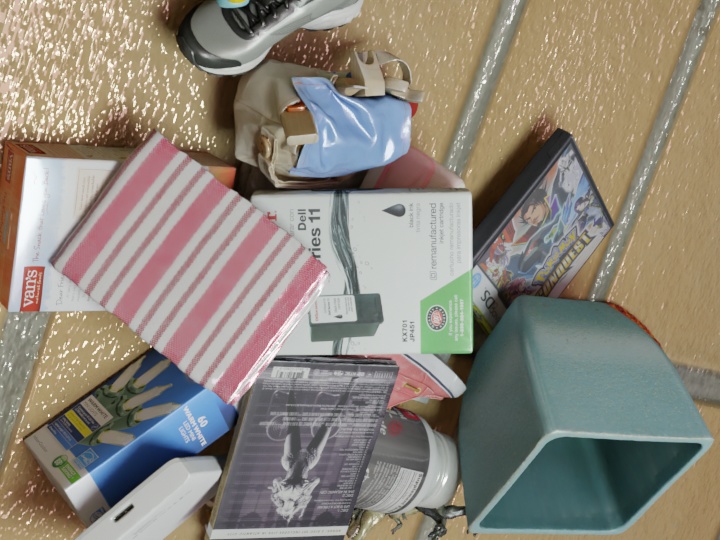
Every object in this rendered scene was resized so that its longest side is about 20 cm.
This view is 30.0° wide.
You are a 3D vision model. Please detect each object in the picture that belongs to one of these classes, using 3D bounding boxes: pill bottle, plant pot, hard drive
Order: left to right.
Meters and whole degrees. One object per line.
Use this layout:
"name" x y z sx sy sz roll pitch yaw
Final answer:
"hard drive" -0.185 0.217 1.223 0.132 0.027 0.200 -40 169 1
"pill bottle" 0.010 0.191 1.392 0.199 0.110 0.112 20 97 -39
"plant pot" 0.211 0.140 1.404 0.194 0.201 0.197 5 140 -23

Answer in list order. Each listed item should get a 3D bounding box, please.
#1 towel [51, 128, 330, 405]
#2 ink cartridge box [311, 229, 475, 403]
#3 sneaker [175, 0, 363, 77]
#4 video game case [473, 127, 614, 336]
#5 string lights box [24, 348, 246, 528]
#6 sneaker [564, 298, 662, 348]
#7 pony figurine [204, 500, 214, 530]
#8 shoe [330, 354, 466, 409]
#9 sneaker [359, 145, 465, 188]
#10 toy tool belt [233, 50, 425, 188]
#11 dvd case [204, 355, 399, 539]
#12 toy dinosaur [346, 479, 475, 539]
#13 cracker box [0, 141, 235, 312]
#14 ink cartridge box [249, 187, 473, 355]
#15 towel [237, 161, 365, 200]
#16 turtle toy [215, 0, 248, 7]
"towel" -0.141 -0.002 1.133 0.199 0.030 0.147 39 84 -6
"ink cartridge box" 0.052 0.030 1.401 0.173 0.043 0.201 21 95 -53
"sneaker" -0.074 -0.234 1.164 0.199 0.079 0.074 -31 81 -27
"video game case" 0.188 -0.026 1.460 0.200 0.025 0.181 -50 141 -9
"string lights box" -0.195 0.137 1.229 0.199 0.103 0.059 -36 127 -19
"sneaker" 0.277 0.082 1.580 0.199 0.073 0.077 13 124 -35
"pony figurine" -0.101 0.341 1.371 0.199 0.166 0.195 33 57 -36
"shoe" 0.032 0.105 1.342 0.091 0.072 0.200 -45 147 3
"sneaker" 0.031 -0.019 1.277 0.202 0.104 0.075 -62 163 -5
"toy tool belt" -0.007 -0.134 1.193 0.198 0.122 0.126 -12 109 -33
"dvd case" -0.055 0.171 1.260 0.147 0.016 0.202 4 114 -30
"toy dinosaur" 0.083 0.260 1.488 0.199 0.088 0.048 -18 133 -28
"cracker box" -0.215 -0.037 1.172 0.198 0.058 0.135 0 108 -36
"ink cartridge box" 0.000 0.000 1.206 0.198 0.083 0.148 -1 95 1
"towel" -0.059 -0.074 1.284 0.131 0.034 0.202 2 108 -35
"turtle toy" -0.094 -0.300 1.110 0.200 0.146 0.101 -44 167 -11
